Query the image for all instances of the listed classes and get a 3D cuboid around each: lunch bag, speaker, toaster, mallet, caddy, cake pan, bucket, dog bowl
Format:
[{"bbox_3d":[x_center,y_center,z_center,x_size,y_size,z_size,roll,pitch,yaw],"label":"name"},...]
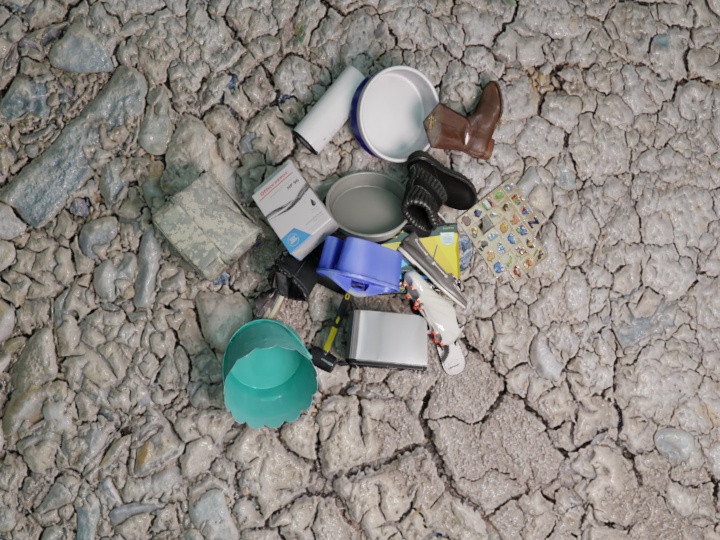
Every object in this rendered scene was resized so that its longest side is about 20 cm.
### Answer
[{"bbox_3d":[-0.328,-0.097,1.367,0.167,0.139,0.201,-43,90,-3],"label":"lunch bag"},{"bbox_3d":[-0.062,-0.366,1.424,0.081,0.081,0.201,40,87,0],"label":"speaker"},{"bbox_3d":[0.048,0.157,1.355,0.193,0.181,0.123,5,81,-2],"label":"toaster"},{"bbox_3d":[-0.050,0.137,1.383,0.065,0.041,0.203,32,110,6],"label":"mallet"},{"bbox_3d":[0.000,0.000,1.292,0.197,0.139,0.108,17,83,-42],"label":"caddy"},{"bbox_3d":[0.019,-0.139,1.389,0.193,0.037,0.204,2,50,-2],"label":"cake pan"},{"bbox_3d":[-0.197,0.213,1.327,0.201,0.135,0.213,-6,115,-13],"label":"bucket"},{"bbox_3d":[0.077,-0.348,1.395,0.194,0.079,0.207,-5,104,-19],"label":"dog bowl"}]

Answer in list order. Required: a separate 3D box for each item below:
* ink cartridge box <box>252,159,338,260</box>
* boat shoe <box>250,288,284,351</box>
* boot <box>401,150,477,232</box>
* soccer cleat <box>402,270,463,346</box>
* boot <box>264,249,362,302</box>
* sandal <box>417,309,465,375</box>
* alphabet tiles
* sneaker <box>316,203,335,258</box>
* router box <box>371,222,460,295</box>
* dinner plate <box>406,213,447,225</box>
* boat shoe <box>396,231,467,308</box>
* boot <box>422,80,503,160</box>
[{"bbox_3d":[-0.149,-0.140,1.322,0.115,0.068,0.202,-38,72,4],"label":"ink cartridge box"},{"bbox_3d":[-0.213,0.081,1.399,0.063,0.072,0.205,25,92,-6],"label":"boat shoe"},{"bbox_3d":[0.174,-0.149,1.371,0.207,0.079,0.161,26,49,-25],"label":"boot"},{"bbox_3d":[0.158,0.073,1.363,0.077,0.069,0.203,-38,113,-15],"label":"soccer cleat"},{"bbox_3d":[-0.099,0.018,1.359,0.196,0.163,0.074,34,122,3],"label":"boot"},{"bbox_3d":[0.190,0.142,1.427,0.073,0.045,0.205,-23,88,-3],"label":"sandal"},{"bbox_3d":[0.346,-0.087,1.466,0.165,0.008,0.202,-36,90,-4],"label":"alphabet tiles"},{"bbox_3d":[-0.115,-0.110,1.382,0.102,0.060,0.203,18,41,-25],"label":"sneaker"},{"bbox_3d":[0.123,-0.025,1.406,0.193,0.051,0.154,-3,88,-1],"label":"router box"},{"bbox_3d":[0.121,-0.052,1.445,0.193,0.024,0.207,0,86,-2],"label":"dinner plate"},{"bbox_3d":[0.165,-0.002,1.346,0.199,0.067,0.057,43,91,3],"label":"boat shoe"},{"bbox_3d":[0.229,-0.355,1.400,0.195,0.064,0.193,7,88,-34],"label":"boot"}]
